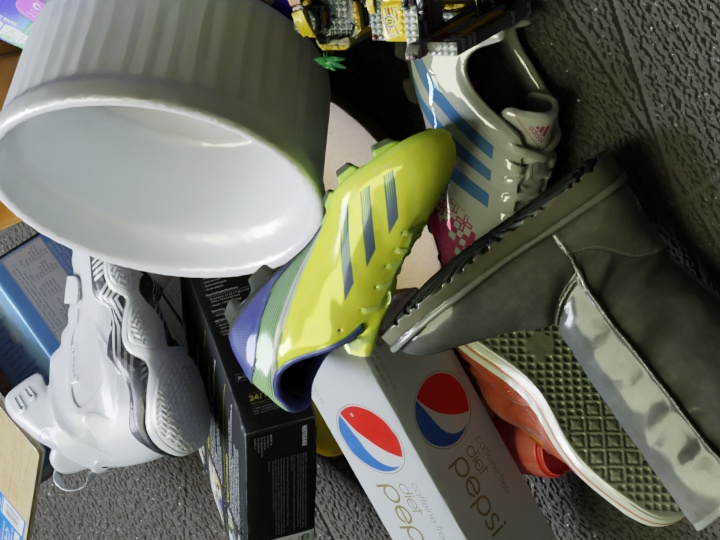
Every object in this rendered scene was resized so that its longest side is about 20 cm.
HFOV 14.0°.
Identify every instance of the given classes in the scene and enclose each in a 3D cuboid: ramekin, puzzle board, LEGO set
[{"bbox_3d":[-0.111,-0.086,1.688,0.199,0.098,0.201,7,153,4],"label":"ramekin"},{"bbox_3d":[-0.265,0.107,1.985,0.151,0.017,0.200,48,155,15],"label":"puzzle board"},{"bbox_3d":[0.008,-0.192,1.533,0.153,0.116,0.201,12,112,24],"label":"LEGO set"}]

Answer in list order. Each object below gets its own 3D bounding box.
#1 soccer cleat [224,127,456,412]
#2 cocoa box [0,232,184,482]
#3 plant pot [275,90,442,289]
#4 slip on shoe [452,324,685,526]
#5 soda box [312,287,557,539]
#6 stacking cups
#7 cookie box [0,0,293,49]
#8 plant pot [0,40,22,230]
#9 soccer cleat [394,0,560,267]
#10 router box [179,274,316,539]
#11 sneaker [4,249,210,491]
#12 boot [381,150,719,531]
[{"bbox_3d":[0.000,0.000,1.639,0.200,0.065,0.084,-48,64,32],"label":"soccer cleat"},{"bbox_3d":[-0.209,0.054,2.029,0.134,0.131,0.200,54,145,3],"label":"cocoa box"},{"bbox_3d":[-0.015,-0.034,1.817,0.200,0.027,0.201,30,137,31],"label":"plant pot"},{"bbox_3d":[0.122,0.078,1.711,0.200,0.074,0.061,41,155,25],"label":"slip on shoe"},{"bbox_3d":[0.040,0.109,1.744,0.068,0.064,0.200,-7,119,49],"label":"soda box"},{"bbox_3d":[0.048,0.101,1.820,0.200,0.060,0.061,9,125,46],"label":"stacking cups"},{"bbox_3d":[-0.112,-0.180,1.702,0.171,0.075,0.200,23,150,-17],"label":"cookie box"},{"bbox_3d":[-0.280,-0.132,1.930,0.200,0.200,0.184,-41,69,55],"label":"plant pot"},{"bbox_3d":[0.079,-0.060,1.646,0.086,0.070,0.201,8,125,41],"label":"soccer cleat"},{"bbox_3d":[-0.073,0.096,1.890,0.200,0.051,0.150,92,160,-54],"label":"router box"},{"bbox_3d":[-0.175,0.041,1.869,0.115,0.075,0.201,-26,71,22],"label":"sneaker"},{"bbox_3d":[0.134,0.058,1.617,0.182,0.073,0.200,-35,98,19],"label":"boot"}]
